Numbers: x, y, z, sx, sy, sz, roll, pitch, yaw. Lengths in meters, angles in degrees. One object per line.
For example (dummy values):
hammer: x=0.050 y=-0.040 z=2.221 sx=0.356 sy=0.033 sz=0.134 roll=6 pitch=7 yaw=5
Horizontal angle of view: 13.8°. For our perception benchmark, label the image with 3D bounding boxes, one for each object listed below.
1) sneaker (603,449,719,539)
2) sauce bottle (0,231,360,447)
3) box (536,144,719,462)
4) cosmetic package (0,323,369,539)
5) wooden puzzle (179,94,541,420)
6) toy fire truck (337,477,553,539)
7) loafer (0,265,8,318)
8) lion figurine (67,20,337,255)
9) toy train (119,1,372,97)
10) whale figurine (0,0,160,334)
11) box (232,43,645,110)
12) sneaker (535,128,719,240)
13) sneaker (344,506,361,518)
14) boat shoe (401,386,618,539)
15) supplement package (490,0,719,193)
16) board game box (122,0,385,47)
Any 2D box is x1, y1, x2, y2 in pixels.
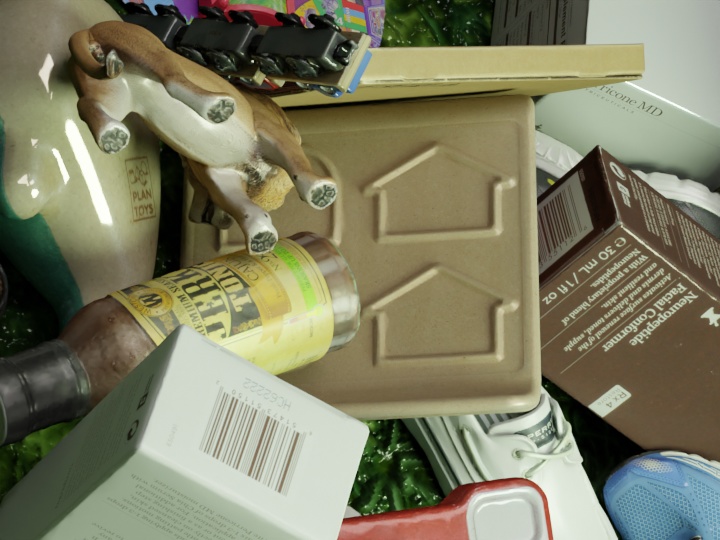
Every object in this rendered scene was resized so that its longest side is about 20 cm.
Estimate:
sneaker: x=0.196 y=0.178 z=1.558 sx=0.200 sy=0.079 sz=0.089 roll=50 pitch=32 yaw=16
sauce bottle: x=-0.093 y=0.036 z=1.410 sx=0.199 sy=0.065 sz=0.065 roll=-21 pitch=76 yaw=-34
box: x=0.163 y=0.034 z=1.588 sx=0.200 sy=0.100 sz=0.075 roll=34 pitch=27 yaw=-30
cosmetic package: x=-0.091 y=0.114 z=1.343 sx=0.101 sy=0.200 sz=0.071 roll=30 pitch=51 yaw=-16
wooden puzzle: x=0.000 y=0.000 z=1.529 sx=0.184 sy=0.046 sz=0.201 roll=-3 pitch=55 yaw=7
toy fire truck: x=0.027 y=0.204 z=1.377 sx=0.167 sy=0.112 sz=0.201 roll=-7 pitch=83 yaw=-21
loafer: x=-0.236 y=0.032 z=1.380 sx=0.200 sy=0.072 sz=0.073 roll=-29 pitch=81 yaw=-42
lion figurine: x=-0.085 y=-0.076 z=1.418 sx=0.200 sy=0.072 sz=0.123 roll=47 pitch=3 yaw=-46
toy train: x=-0.058 y=-0.107 z=1.474 sx=0.046 sy=0.200 sz=0.034 roll=37 pitch=74 yaw=-34
whale figurine: x=-0.155 y=-0.040 z=1.470 sx=0.159 sy=0.103 sz=0.201 roll=-22 pitch=100 yaw=-71
box: x=0.024 y=-0.100 z=1.566 sx=0.199 sy=0.163 sz=0.021 roll=-5 pitch=90 yaw=-40
sneaker: x=0.129 y=-0.013 z=1.659 sx=0.199 sy=0.074 sz=0.085 roll=18 pitch=61 yaw=-14
sneaker: x=0.047 y=0.198 z=1.478 sx=0.099 sy=0.071 sz=0.201 roll=-22 pitch=82 yaw=-43
boat shoe: x=0.076 y=0.091 z=1.556 sx=0.200 sy=0.067 sz=0.074 roll=49 pitch=49 yaw=0
supplement package: x=0.186 y=-0.117 z=1.722 sx=0.199 sy=0.111 sz=0.156 roll=22 pitch=54 yaw=-21
board game box: x=-0.065 y=-0.181 z=1.638 sx=0.200 sy=0.039 sz=0.158 roll=49 pitch=48 yaw=0
